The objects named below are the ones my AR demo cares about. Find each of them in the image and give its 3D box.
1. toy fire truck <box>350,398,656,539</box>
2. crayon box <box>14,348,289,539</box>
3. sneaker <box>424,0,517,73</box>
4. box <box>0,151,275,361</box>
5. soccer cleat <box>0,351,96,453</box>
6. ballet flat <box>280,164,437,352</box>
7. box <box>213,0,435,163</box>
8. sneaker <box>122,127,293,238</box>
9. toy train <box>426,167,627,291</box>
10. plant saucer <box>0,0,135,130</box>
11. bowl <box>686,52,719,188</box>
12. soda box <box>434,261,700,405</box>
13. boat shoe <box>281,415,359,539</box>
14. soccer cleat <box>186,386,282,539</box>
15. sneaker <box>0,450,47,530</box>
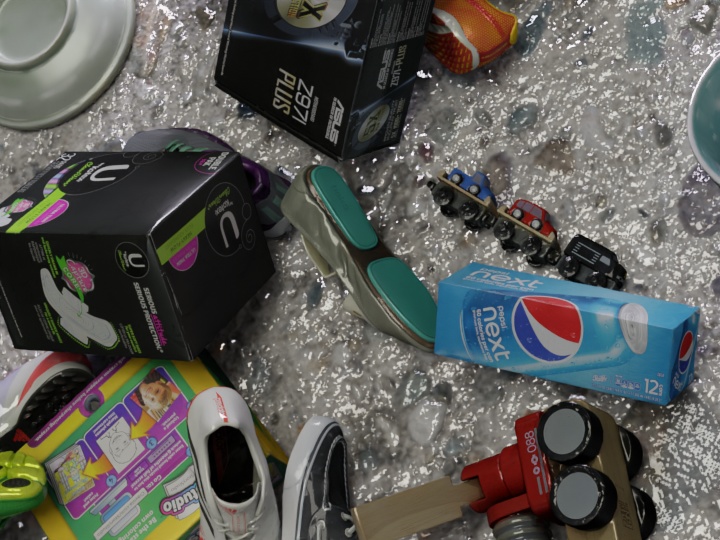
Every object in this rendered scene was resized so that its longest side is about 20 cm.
[{"bbox_3d":[0.112,0.206,1.327,0.199,0.128,0.177,-23,62,27],"label":"toy fire truck"},{"bbox_3d":[-0.183,0.169,1.497,0.200,0.058,0.173,-42,61,3],"label":"crayon box"},{"bbox_3d":[0.067,-0.247,1.558,0.077,0.073,0.200,-28,57,-20],"label":"sneaker"},{"bbox_3d":[-0.201,-0.017,1.495,0.199,0.125,0.149,3,33,32],"label":"box"},{"bbox_3d":[-0.323,0.139,1.570,0.199,0.068,0.073,-37,33,4],"label":"soccer cleat"},{"bbox_3d":[0.000,0.000,1.483,0.064,0.067,0.201,-47,68,34],"label":"ballet flat"},{"bbox_3d":[-0.028,-0.222,1.509,0.163,0.086,0.201,33,124,30],"label":"box"},{"bbox_3d":[-0.144,-0.097,1.567,0.199,0.088,0.075,20,79,28],"label":"sneaker"},{"bbox_3d":[0.137,-0.035,1.451,0.199,0.034,0.046,31,81,30],"label":"toy train"},{"bbox_3d":[-0.319,-0.239,1.722,0.198,0.050,0.202,-9,66,21],"label":"plant saucer"},{"bbox_3d":[0.357,-0.094,1.322,0.199,0.105,0.202,-14,48,16],"label":"bowl"},{"bbox_3d":[0.161,0.048,1.376,0.199,0.068,0.065,11,108,27],"label":"soda box"},{"bbox_3d":[-0.025,0.218,1.400,0.067,0.072,0.202,1,73,26],"label":"boat shoe"},{"bbox_3d":[-0.097,0.190,1.389,0.068,0.085,0.202,-12,108,-8],"label":"soccer cleat"},{"bbox_3d":[-0.333,0.216,1.506,0.199,0.074,0.084,-26,104,33],"label":"sneaker"}]
